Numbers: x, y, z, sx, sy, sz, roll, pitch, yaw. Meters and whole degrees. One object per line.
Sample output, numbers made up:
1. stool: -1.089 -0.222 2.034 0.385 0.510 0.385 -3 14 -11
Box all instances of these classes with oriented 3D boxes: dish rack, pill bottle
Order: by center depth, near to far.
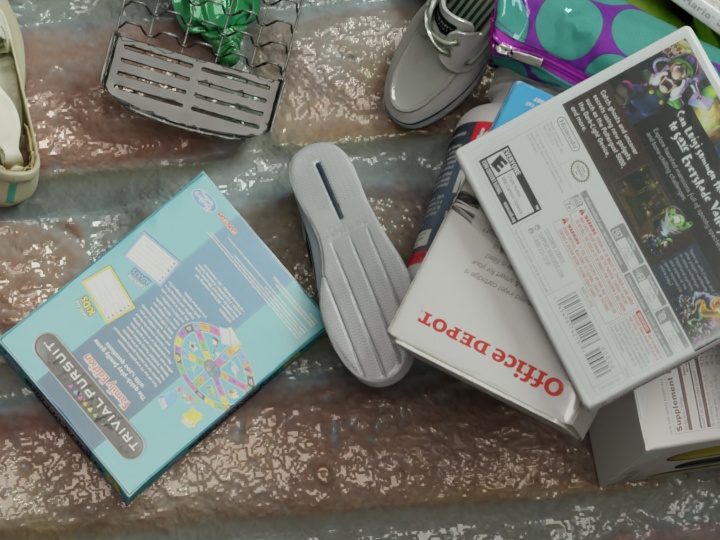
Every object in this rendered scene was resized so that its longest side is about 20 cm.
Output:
1. dish rack: -0.110 -0.204 1.629 0.152 0.055 0.202 15 86 -6
2. pill bottle: 0.116 -0.058 1.631 0.119 0.120 0.202 20 74 -2

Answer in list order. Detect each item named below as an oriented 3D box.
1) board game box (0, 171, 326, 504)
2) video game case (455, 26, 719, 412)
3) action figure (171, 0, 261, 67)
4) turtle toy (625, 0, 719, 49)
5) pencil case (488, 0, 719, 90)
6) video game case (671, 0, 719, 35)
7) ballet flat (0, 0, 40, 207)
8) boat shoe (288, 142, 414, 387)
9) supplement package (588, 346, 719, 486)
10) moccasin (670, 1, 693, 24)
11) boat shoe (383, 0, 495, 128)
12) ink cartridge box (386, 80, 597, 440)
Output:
1. board game box: -0.145 0.049 1.606 0.200 0.047 0.151 -40 85 -14
2. video game case: 0.185 -0.035 1.438 0.181 0.023 0.201 -28 73 4
3. action figure: -0.120 -0.256 1.681 0.117 0.055 0.202 -9 84 -11
4. turtle toy: 0.253 -0.139 1.651 0.201 0.101 0.146 53 29 -23
5. pencil case: 0.185 -0.145 1.551 0.199 0.086 0.092 29 52 21
6. video game case: 0.250 -0.226 1.630 0.199 0.143 0.018 35 118 0
7. ballet flat: -0.280 -0.148 1.627 0.069 0.070 0.202 -15 78 -11
8. boat shoe: 0.000 0.000 1.609 0.071 0.071 0.201 -17 64 3
9. supplement package: 0.273 0.061 1.604 0.198 0.152 0.152 -8 76 -9
10. moccasin: 0.262 -0.286 1.735 0.077 0.074 0.203 -4 86 -17
11. boat shoe: 0.074 -0.193 1.636 0.073 0.067 0.201 42 110 18
12. ink cartridge box: 0.130 -0.006 1.498 0.146 0.086 0.201 26 86 16
